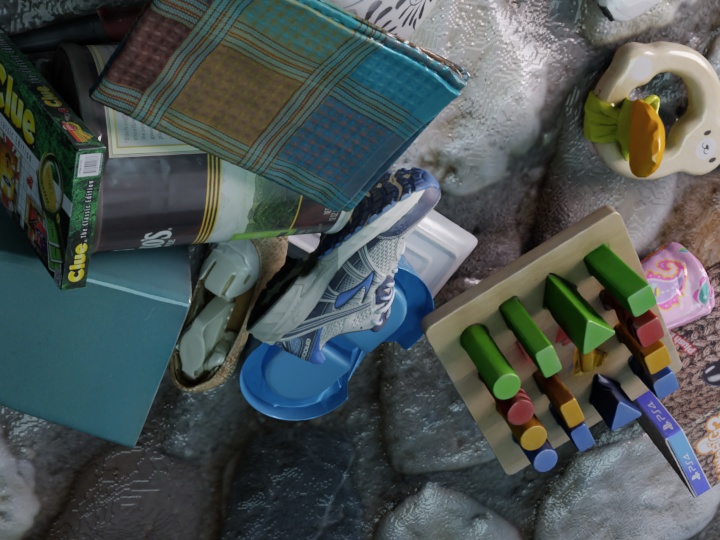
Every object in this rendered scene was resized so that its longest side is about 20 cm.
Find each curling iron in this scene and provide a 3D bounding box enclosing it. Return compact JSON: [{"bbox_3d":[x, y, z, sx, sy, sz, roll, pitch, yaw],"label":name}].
[{"bbox_3d":[-0.177,-0.176,0.747,0.197,0.026,0.049,-5,171,24],"label":"curling iron"}]

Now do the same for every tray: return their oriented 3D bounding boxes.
[{"bbox_3d":[0.009,-0.026,0.954,0.199,0.022,0.108,30,108,-31],"label":"tray"}]

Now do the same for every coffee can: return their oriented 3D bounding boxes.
[{"bbox_3d":[-0.115,-0.093,0.782,0.197,0.147,0.148,-6,122,-23],"label":"coffee can"}]

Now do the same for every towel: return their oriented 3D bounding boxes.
[{"bbox_3d":[-0.050,-0.112,0.665,0.198,0.022,0.147,21,135,-29],"label":"towel"}]

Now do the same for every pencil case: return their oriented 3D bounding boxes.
[{"bbox_3d":[0.247,0.053,1.043,0.198,0.088,0.088,-31,125,0],"label":"pencil case"}]

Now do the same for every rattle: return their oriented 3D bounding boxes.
[{"bbox_3d":[0.306,-0.117,0.933,0.198,0.143,0.132,22,93,-22],"label":"rattle"}]

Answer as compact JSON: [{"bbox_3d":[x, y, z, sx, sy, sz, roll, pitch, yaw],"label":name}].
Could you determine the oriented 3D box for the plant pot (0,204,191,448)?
[{"bbox_3d":[-0.249,0.019,0.827,0.198,0.142,0.143,18,114,-20],"label":"plant pot"}]

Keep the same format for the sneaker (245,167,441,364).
[{"bbox_3d":[0.000,0.000,0.854,0.085,0.077,0.200,39,116,-19],"label":"sneaker"}]

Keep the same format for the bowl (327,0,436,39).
[{"bbox_3d":[-0.028,-0.221,0.648,0.198,0.094,0.204,-1,99,-7],"label":"bowl"}]

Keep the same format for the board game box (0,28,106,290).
[{"bbox_3d":[-0.230,-0.085,0.729,0.023,0.200,0.106,-8,128,-39],"label":"board game box"}]

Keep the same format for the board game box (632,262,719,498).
[{"bbox_3d":[0.363,0.095,1.063,0.199,0.160,0.097,-34,124,3],"label":"board game box"}]

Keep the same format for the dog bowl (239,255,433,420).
[{"bbox_3d":[-0.026,0.052,0.955,0.200,0.050,0.111,-42,125,19],"label":"dog bowl"}]

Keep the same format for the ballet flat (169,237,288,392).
[{"bbox_3d":[-0.115,0.024,0.907,0.070,0.065,0.202,25,114,13],"label":"ballet flat"}]

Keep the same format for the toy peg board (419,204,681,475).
[{"bbox_3d":[0.188,0.087,0.939,0.198,0.098,0.200,-31,121,1],"label":"toy peg board"}]

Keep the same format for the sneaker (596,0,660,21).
[{"bbox_3d":[0.276,-0.275,0.856,0.200,0.087,0.075,-44,125,12],"label":"sneaker"}]
